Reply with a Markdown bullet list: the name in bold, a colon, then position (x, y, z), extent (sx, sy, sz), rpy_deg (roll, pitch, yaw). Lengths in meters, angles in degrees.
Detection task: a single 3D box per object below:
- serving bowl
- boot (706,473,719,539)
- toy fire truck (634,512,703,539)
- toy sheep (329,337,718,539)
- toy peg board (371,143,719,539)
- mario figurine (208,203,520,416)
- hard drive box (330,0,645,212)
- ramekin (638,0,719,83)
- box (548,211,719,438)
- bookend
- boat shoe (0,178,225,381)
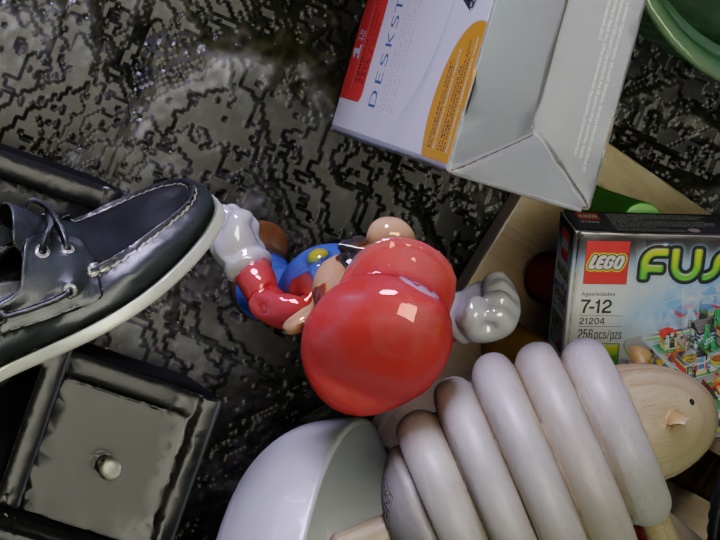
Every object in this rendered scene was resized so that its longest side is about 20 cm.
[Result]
- **serving bowl**: position (-0.038, 0.171, 1.519), extent (0.065, 0.200, 0.202), rpy_deg (6, 97, 15)
- **boot**: position (0.240, 0.098, 1.448), extent (0.073, 0.162, 0.199), rpy_deg (20, 99, -14)
- **toy fire truck**: position (0.088, 0.217, 1.517), extent (0.129, 0.201, 0.176), rpy_deg (40, 120, -22)
- **toy sheep**: position (0.080, 0.103, 1.455), extent (0.199, 0.138, 0.139), rpy_deg (-26, 104, -2)
- **toy peg board**: position (0.146, 0.059, 1.590), extent (0.199, 0.098, 0.200), rpy_deg (33, 87, -18)
- **mario figurine**: position (0.000, 0.000, 1.483), extent (0.123, 0.200, 0.107), rpy_deg (-25, 105, -12)
- **hard drive box**: position (0.066, -0.123, 1.486), extent (0.076, 0.200, 0.157), rpy_deg (15, 93, -17)
- **ramekin**: position (0.211, -0.193, 1.573), extent (0.199, 0.098, 0.202), rpy_deg (-2, 98, -17)
- **box**: position (0.195, 0.028, 1.530), extent (0.198, 0.035, 0.111), rpy_deg (1, 108, -10)
- **bookend**: position (-0.148, 0.036, 1.501), extent (0.199, 0.092, 0.200), rpy_deg (20, 91, -19)
- **boat shoe**: position (-0.159, 0.002, 1.405), extent (0.198, 0.075, 0.066), rpy_deg (-29, 117, -4)
